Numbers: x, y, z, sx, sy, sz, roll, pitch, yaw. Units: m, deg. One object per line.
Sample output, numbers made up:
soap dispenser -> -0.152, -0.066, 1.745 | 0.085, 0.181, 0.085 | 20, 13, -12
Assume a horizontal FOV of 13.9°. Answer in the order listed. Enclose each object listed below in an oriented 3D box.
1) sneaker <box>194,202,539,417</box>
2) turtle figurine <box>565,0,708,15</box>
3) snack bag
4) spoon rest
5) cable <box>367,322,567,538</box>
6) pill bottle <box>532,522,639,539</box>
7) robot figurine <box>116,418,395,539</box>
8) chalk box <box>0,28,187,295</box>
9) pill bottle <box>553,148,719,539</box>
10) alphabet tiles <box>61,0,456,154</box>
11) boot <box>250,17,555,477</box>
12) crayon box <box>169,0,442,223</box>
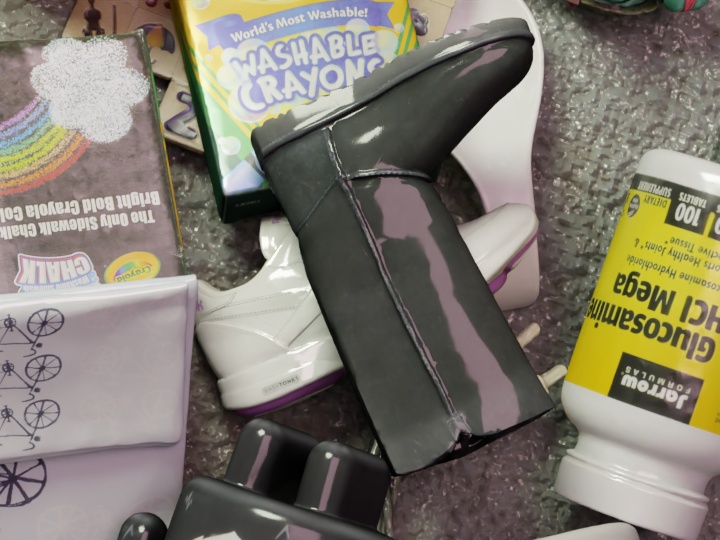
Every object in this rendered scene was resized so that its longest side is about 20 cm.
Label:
sneaker -> 0.000, 0.000, 1.611 | 0.200, 0.075, 0.100 | -26, 89, -2
turtle figurine -> 0.138, -0.196, 1.711 | 0.200, 0.101, 0.150 | 19, 37, 2
snack bag -> -0.177, 0.095, 1.515 | 0.188, 0.200, 0.021 | -6, 36, -18
spoon rest -> 0.068, -0.079, 1.683 | 0.099, 0.061, 0.200 | -10, 81, -16
cable -> 0.023, 0.095, 1.632 | 0.097, 0.050, 0.200 | 41, 67, -2
pill bottle -> 0.118, 0.245, 1.591 | 0.114, 0.114, 0.200 | -10, 80, -19
robot figurine -> -0.051, 0.180, 1.510 | 0.125, 0.150, 0.200 | 21, 86, -26
chalk box -> -0.168, -0.011, 1.564 | 0.125, 0.124, 0.200 | -6, 80, -19
pill bottle -> 0.178, 0.042, 1.641 | 0.112, 0.112, 0.200 | 18, 90, -12
alphabet tiles -> -0.058, -0.138, 1.667 | 0.200, 0.008, 0.167 | 21, 72, 2
boot -> 0.051, -0.011, 1.542 | 0.165, 0.066, 0.200 | -26, 77, 11
crayon box -> -0.038, -0.137, 1.638 | 0.125, 0.052, 0.200 | -12, 73, -9
